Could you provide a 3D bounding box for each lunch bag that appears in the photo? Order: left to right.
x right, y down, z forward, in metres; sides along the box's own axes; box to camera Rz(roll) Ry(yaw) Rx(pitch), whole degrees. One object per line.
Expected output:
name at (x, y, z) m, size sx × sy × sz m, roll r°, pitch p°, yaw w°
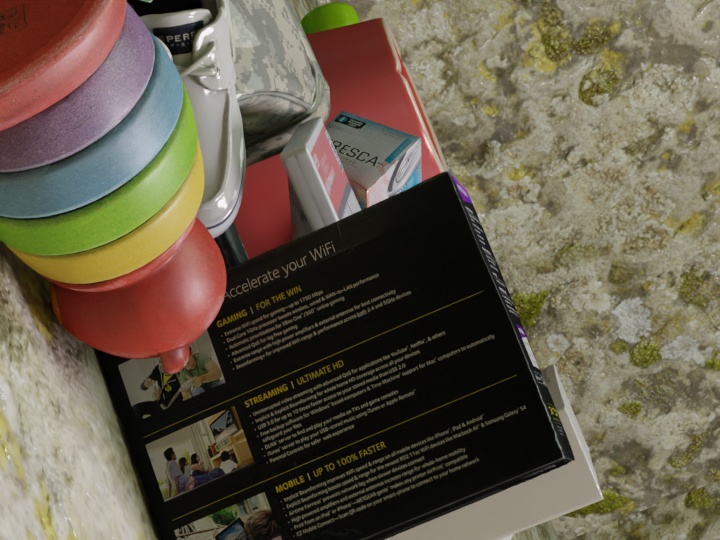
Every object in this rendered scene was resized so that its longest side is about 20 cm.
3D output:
lunch bag at (-0.115, -0.160, 0.974) m, size 0.168 × 0.138 × 0.202 m, roll 39°, pitch 30°, yaw -84°

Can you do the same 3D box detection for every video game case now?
video game case at (0.006, 0.014, 0.933) m, size 0.143 × 0.017 × 0.202 m, roll -81°, pitch 148°, yaw -79°

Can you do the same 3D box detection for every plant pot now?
plant pot at (-0.035, -0.094, 1.251) m, size 0.200 × 0.176 × 0.202 m, roll -23°, pitch 90°, yaw -84°

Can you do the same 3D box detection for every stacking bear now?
stacking bear at (-0.120, -0.039, 0.715) m, size 0.201 × 0.113 × 0.122 m, roll 68°, pitch 5°, yaw -45°

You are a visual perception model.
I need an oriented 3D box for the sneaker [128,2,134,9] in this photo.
sneaker at (-0.141, -0.090, 0.810) m, size 0.074 × 0.079 × 0.202 m, roll -91°, pitch 159°, yaw -77°

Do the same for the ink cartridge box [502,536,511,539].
ink cartridge box at (0.067, 0.136, 1.320) m, size 0.201 × 0.174 × 0.084 m, roll -102°, pitch -148°, yaw -54°

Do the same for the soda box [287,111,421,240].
soda box at (0.000, 0.000, 1.084) m, size 0.068 × 0.063 × 0.201 m, roll -46°, pitch 147°, yaw -39°

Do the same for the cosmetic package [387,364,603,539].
cosmetic package at (0.057, 0.144, 1.112) m, size 0.104 × 0.198 × 0.074 m, roll -84°, pitch 149°, yaw -78°

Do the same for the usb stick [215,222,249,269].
usb stick at (-0.080, 0.023, 1.127) m, size 0.055 × 0.032 × 0.202 m, roll -55°, pitch 123°, yaw -81°

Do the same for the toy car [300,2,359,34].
toy car at (-0.062, -0.118, 1.492) m, size 0.200 × 0.156 × 0.166 m, roll 124°, pitch -47°, yaw -63°

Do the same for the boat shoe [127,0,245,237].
boat shoe at (-0.097, -0.118, 0.853) m, size 0.066 × 0.071 × 0.202 m, roll 145°, pitch -60°, yaw -75°

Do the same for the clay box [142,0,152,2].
clay box at (-0.167, -0.200, 0.726) m, size 0.199 × 0.048 × 0.116 m, roll 15°, pitch 47°, yaw -45°

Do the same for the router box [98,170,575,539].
router box at (-0.015, 0.061, 0.800) m, size 0.051 × 0.198 × 0.150 m, roll 33°, pitch 35°, yaw -75°
